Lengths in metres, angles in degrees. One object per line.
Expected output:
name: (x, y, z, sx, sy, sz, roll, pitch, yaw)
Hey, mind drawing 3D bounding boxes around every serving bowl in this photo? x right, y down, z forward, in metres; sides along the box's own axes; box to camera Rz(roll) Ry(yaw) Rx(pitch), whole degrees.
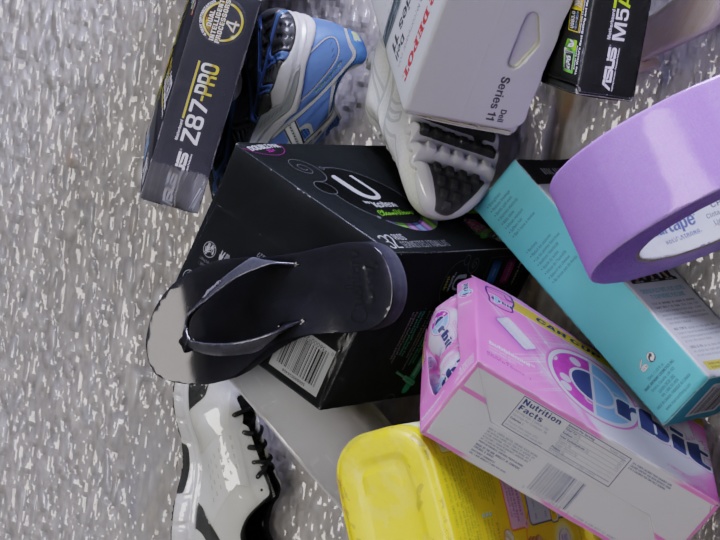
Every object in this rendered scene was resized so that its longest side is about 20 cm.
serving bowl: (-0.019, 0.111, 1.626, 0.066, 0.200, 0.200, -40, 68, -4)

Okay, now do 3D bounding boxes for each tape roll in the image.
tape roll: (0.221, -0.063, 1.434, 0.200, 0.200, 0.066, -32, 75, 31)

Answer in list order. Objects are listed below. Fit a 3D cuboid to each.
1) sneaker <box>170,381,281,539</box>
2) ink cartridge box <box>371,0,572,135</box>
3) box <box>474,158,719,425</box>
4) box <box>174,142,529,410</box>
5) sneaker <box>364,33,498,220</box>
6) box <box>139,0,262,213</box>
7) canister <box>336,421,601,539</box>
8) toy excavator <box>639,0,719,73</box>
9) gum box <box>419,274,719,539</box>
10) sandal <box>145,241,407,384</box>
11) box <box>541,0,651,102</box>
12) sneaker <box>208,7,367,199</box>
sneaker: (-0.093, 0.132, 1.736, 0.080, 0.074, 0.200, 8, 105, 29)
ink cartridge box: (0.070, -0.206, 1.520, 0.200, 0.083, 0.147, -105, 28, -51)
box: (0.170, 0.011, 1.543, 0.200, 0.082, 0.049, 50, 117, 22)
box: (0.000, 0.000, 1.584, 0.149, 0.200, 0.124, 35, 111, 27)
sneaker: (0.043, -0.104, 1.600, 0.081, 0.075, 0.200, -45, 34, 36)
box: (-0.114, -0.144, 1.666, 0.049, 0.200, 0.161, 14, 106, -8)
canister: (0.077, 0.163, 1.540, 0.087, 0.200, 0.149, -17, 83, 32)
toy excavator: (0.236, -0.220, 1.489, 0.194, 0.100, 0.200, 9, 106, 34)
gum box: (0.128, 0.095, 1.495, 0.200, 0.114, 0.066, 31, 114, -14)
sandal: (-0.064, 0.022, 1.481, 0.200, 0.043, 0.076, -20, 82, 33)
box: (0.143, -0.220, 1.506, 0.193, 0.047, 0.200, -142, 60, -69)
sneaker: (-0.057, -0.102, 1.692, 0.200, 0.077, 0.076, -62, 35, 41)
